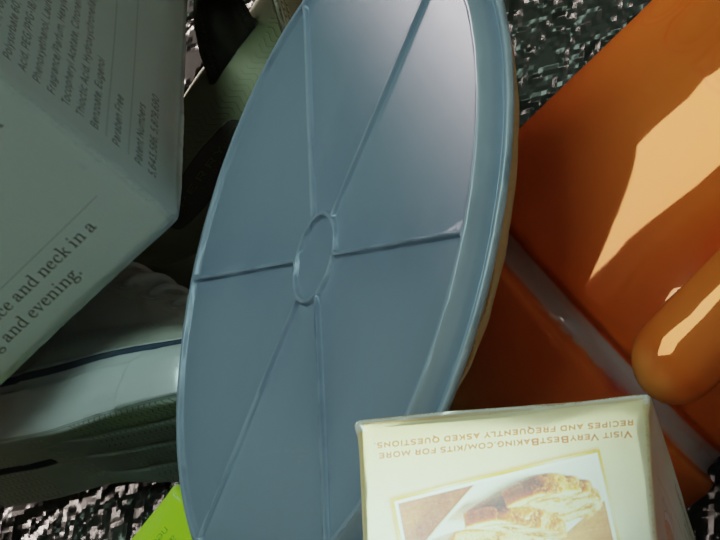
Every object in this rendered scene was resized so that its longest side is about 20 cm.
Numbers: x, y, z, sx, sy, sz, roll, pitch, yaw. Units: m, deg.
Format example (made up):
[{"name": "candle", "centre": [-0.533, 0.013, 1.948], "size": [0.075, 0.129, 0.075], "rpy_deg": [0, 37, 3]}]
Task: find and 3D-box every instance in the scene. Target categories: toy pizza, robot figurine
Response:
[{"name": "toy pizza", "centre": [0.000, 0.000, 0.802], "size": [0.200, 0.032, 0.201], "rpy_deg": [-46, 36, 49]}, {"name": "robot figurine", "centre": [0.094, -0.008, 0.822], "size": [0.200, 0.117, 0.144], "rpy_deg": [-44, 49, 4]}]

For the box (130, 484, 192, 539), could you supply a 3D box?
[{"name": "box", "centre": [-0.030, 0.167, 0.841], "size": [0.122, 0.048, 0.200], "rpy_deg": [-51, 45, 0]}]

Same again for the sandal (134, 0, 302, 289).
[{"name": "sandal", "centre": [-0.029, -0.085, 1.000], "size": [0.080, 0.057, 0.202], "rpy_deg": [18, 73, 42]}]

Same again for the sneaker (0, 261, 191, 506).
[{"name": "sneaker", "centre": [-0.075, 0.030, 0.947], "size": [0.199, 0.073, 0.071], "rpy_deg": [-8, 60, 32]}]

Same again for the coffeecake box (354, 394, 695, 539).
[{"name": "coffeecake box", "centre": [0.050, 0.151, 0.686], "size": [0.073, 0.154, 0.201], "rpy_deg": [-6, 68, 9]}]

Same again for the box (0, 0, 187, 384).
[{"name": "box", "centre": [-0.170, -0.043, 0.965], "size": [0.199, 0.131, 0.200], "rpy_deg": [-41, 25, 21]}]
